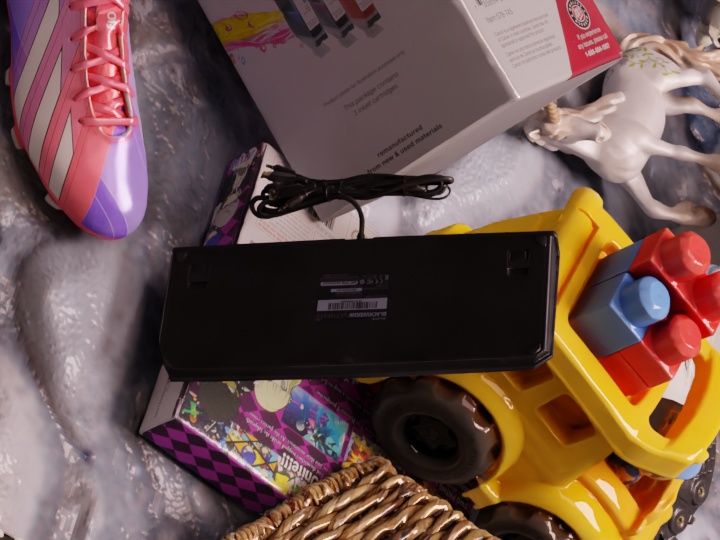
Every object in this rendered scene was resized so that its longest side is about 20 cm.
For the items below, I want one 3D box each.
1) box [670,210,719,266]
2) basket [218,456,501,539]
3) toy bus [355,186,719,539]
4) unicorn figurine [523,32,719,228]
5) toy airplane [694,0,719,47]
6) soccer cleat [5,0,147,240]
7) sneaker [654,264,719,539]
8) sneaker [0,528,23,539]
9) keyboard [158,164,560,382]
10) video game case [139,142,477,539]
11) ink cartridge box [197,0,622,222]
[{"bbox_3d":[0.287,0.028,1.582,0.199,0.082,0.069,26,56,-38],"label":"box"},{"bbox_3d":[-0.009,0.209,1.183,0.200,0.149,0.144,-29,135,-39],"label":"basket"},{"bbox_3d":[0.126,0.058,1.263,0.200,0.191,0.136,51,43,-18],"label":"toy bus"},{"bbox_3d":[0.175,-0.090,1.521,0.137,0.074,0.200,26,28,0],"label":"unicorn figurine"},{"bbox_3d":[0.323,-0.163,1.659,0.199,0.141,0.201,-32,116,-19],"label":"toy airplane"},{"bbox_3d":[-0.138,-0.117,1.205,0.066,0.076,0.201,-3,75,-47],"label":"soccer cleat"},{"bbox_3d":[0.177,0.087,1.460,0.072,0.072,0.201,40,62,-36],"label":"sneaker"},{"bbox_3d":[-0.179,0.138,1.061,0.201,0.071,0.080,58,38,-17],"label":"sneaker"},{"bbox_3d":[0.000,0.000,1.202,0.021,0.199,0.128,70,23,-55],"label":"keyboard"},{"bbox_3d":[-0.012,0.060,1.288,0.200,0.036,0.182,38,49,-28],"label":"video game case"},{"bbox_3d":[0.014,-0.157,1.307,0.145,0.144,0.201,-25,86,-57],"label":"ink cartridge box"}]
